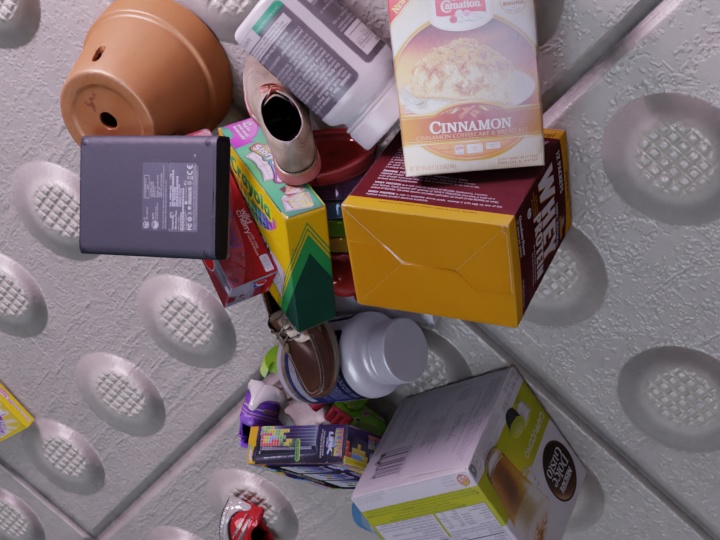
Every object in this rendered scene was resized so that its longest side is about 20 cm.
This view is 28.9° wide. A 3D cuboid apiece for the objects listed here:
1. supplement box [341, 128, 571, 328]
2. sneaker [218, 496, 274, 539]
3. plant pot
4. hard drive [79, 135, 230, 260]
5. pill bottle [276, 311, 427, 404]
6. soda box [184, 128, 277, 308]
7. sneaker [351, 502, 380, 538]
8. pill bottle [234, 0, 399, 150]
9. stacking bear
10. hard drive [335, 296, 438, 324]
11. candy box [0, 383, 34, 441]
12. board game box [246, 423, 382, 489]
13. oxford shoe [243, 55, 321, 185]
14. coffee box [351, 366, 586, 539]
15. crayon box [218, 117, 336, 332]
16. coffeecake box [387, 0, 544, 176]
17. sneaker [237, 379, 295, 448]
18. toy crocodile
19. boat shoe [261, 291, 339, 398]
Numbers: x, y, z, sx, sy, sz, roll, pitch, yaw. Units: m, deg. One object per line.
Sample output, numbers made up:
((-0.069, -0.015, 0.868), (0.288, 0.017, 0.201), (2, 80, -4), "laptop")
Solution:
((0.114, -0.060, 1.573), (0.195, 0.200, 0.134), (8, 128, 24), "supplement box")
((-0.175, 0.451, 2.236), (0.084, 0.077, 0.202), (9, 129, 17), "sneaker")
((-0.274, -0.216, 1.714), (0.198, 0.140, 0.202), (16, 132, 18), "plant pot")
((-0.243, -0.087, 1.633), (0.198, 0.033, 0.142), (3, 94, 27), "hard drive")
((-0.009, 0.113, 1.824), (0.199, 0.111, 0.112), (-11, 120, 47), "pill bottle")
((-0.171, -0.063, 1.667), (0.202, 0.063, 0.070), (64, 160, 13), "soda box")
((0.075, 0.367, 2.035), (0.199, 0.080, 0.130), (31, 172, -28), "sneaker")
((-0.035, -0.237, 1.579), (0.200, 0.113, 0.113), (42, 134, -6), "pill bottle")
((-0.026, -0.060, 1.705), (0.121, 0.113, 0.202), (44, 146, 53), "stacking bear")
((0.000, 0.000, 1.809), (0.198, 0.026, 0.133), (7, 128, 25), "hard drive")
((-0.642, 0.251, 2.375), (0.199, 0.027, 0.102), (-28, 112, 41), "candy box")
((-0.034, 0.259, 1.941), (0.164, 0.057, 0.199), (-7, 159, 32), "board game box")
((-0.093, -0.193, 1.610), (0.070, 0.201, 0.075), (-22, 143, -6), "oxford shoe")
((0.146, 0.281, 1.827), (0.199, 0.200, 0.199), (-21, 114, 38), "coffee box")
((-0.101, -0.057, 1.668), (0.200, 0.058, 0.174), (52, 156, 43), "crayon box")
((0.114, -0.212, 1.485), (0.151, 0.073, 0.202), (-4, 113, 8), "coffeecake box")
((-0.147, 0.227, 2.011), (0.080, 0.084, 0.201), (23, 156, 17), "sneaker")
((-0.050, 0.173, 1.950), (0.199, 0.062, 0.068), (40, 134, -5), "toy crocodile")
((-0.086, 0.069, 1.775), (0.076, 0.071, 0.202), (-37, 63, 39), "boat shoe")
